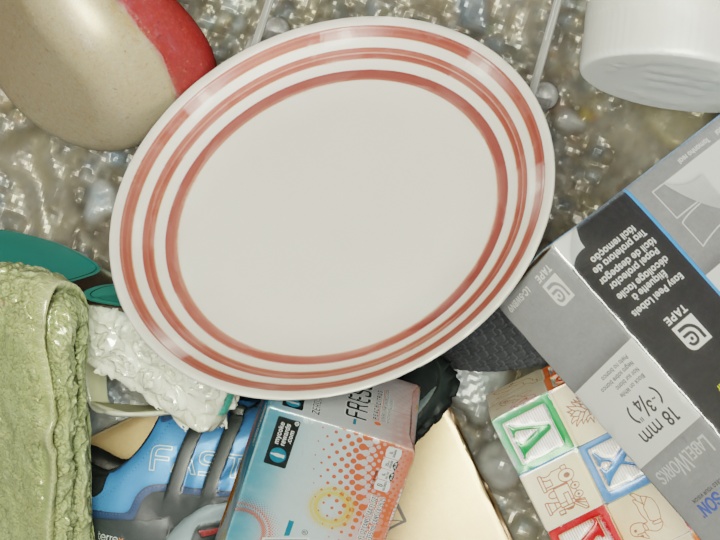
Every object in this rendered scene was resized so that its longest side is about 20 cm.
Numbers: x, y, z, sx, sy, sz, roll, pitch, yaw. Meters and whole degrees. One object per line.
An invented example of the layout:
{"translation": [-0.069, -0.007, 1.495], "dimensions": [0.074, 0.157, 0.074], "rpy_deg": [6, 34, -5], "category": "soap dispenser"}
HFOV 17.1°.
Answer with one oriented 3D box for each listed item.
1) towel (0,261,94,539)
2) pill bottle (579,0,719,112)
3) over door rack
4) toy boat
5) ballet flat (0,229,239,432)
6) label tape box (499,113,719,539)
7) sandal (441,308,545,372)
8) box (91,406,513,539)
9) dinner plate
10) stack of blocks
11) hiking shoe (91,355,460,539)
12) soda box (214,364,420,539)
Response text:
{"translation": [-0.179, 0.078, 1.105], "dimensions": [0.148, 0.036, 0.201], "rpy_deg": [18, 121, 34], "category": "towel"}
{"translation": [0.156, -0.180, 1.076], "dimensions": [0.109, 0.110, 0.201], "rpy_deg": [8, 80, 6], "category": "pill bottle"}
{"translation": [0.029, -0.132, 1.133], "dimensions": [0.147, 0.067, 0.201], "rpy_deg": [14, 77, 6], "category": "over door rack"}
{"translation": [-0.125, -0.159, 1.130], "dimensions": [0.130, 0.130, 0.200], "rpy_deg": [-29, 86, -24], "category": "toy boat"}
{"translation": [-0.129, 0.031, 1.107], "dimensions": [0.200, 0.072, 0.072], "rpy_deg": [17, 92, 41], "category": "ballet flat"}
{"translation": [0.178, 0.042, 1.026], "dimensions": [0.144, 0.063, 0.200], "rpy_deg": [-36, 81, -35], "category": "label tape box"}
{"translation": [0.000, 0.000, 1.109], "dimensions": [0.199, 0.076, 0.043], "rpy_deg": [13, 62, 5], "category": "sandal"}
{"translation": [-0.037, 0.126, 1.153], "dimensions": [0.199, 0.021, 0.164], "rpy_deg": [-26, 87, 5], "category": "box"}
{"translation": [-0.012, -0.026, 1.037], "dimensions": [0.199, 0.024, 0.201], "rpy_deg": [-10, 55, 14], "category": "dinner plate"}
{"translation": [0.128, 0.137, 1.097], "dimensions": [0.115, 0.059, 0.201], "rpy_deg": [-26, 98, 4], "category": "stack of blocks"}
{"translation": [-0.051, 0.079, 1.106], "dimensions": [0.199, 0.074, 0.087], "rpy_deg": [-29, 87, 5], "category": "hiking shoe"}
{"translation": [-0.035, 0.138, 1.049], "dimensions": [0.068, 0.064, 0.201], "rpy_deg": [17, 113, -4], "category": "soda box"}
